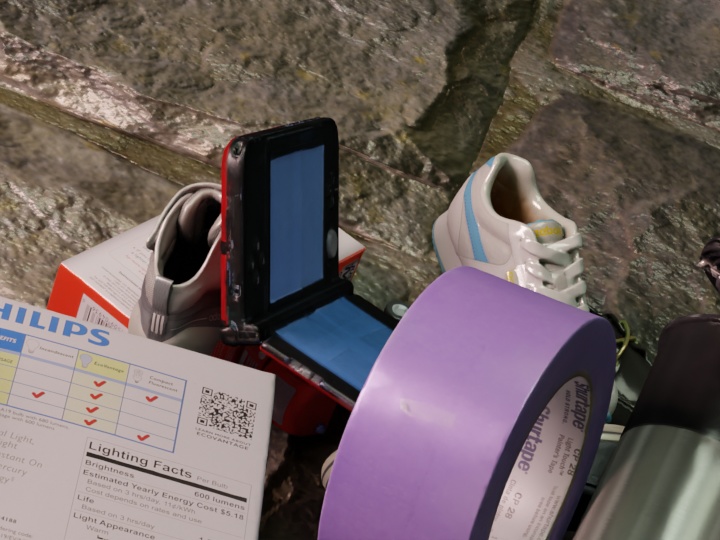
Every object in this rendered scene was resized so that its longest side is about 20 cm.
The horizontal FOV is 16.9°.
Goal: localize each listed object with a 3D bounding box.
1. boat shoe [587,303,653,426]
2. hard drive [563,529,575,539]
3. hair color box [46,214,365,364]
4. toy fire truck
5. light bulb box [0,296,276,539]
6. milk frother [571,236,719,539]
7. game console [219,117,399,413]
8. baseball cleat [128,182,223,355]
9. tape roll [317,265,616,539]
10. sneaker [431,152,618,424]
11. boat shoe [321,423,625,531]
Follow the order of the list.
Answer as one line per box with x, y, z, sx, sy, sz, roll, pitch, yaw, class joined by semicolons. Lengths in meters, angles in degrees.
0.148;0.054;1.637;0.201;0.061;0.072;33;37;16;boat shoe
0.148;0.218;1.451;0.132;0.026;0.200;29;36;9;hard drive
-0.099;0.011;1.561;0.101;0.061;0.200;38;39;21;hair color box
0.035;0.084;1.546;0.200;0.049;0.141;-8;44;-36;toy fire truck
-0.159;0.135;1.308;0.198;0.125;0.200;16;34;-8;light bulb box
0.193;0.106;1.355;0.180;0.200;0.188;0;52;43;milk frother
0.000;0.000;1.448;0.119;0.173;0.200;3;8;15;game console
-0.080;-0.020;1.467;0.070;0.107;0.200;18;34;5;baseball cleat
0.060;0.104;1.319;0.085;0.200;0.200;21;33;21;tape roll
0.111;0.015;1.562;0.076;0.081;0.200;-3;51;-34;sneaker
0.076;0.130;1.469;0.200;0.075;0.062;1;59;-2;boat shoe
